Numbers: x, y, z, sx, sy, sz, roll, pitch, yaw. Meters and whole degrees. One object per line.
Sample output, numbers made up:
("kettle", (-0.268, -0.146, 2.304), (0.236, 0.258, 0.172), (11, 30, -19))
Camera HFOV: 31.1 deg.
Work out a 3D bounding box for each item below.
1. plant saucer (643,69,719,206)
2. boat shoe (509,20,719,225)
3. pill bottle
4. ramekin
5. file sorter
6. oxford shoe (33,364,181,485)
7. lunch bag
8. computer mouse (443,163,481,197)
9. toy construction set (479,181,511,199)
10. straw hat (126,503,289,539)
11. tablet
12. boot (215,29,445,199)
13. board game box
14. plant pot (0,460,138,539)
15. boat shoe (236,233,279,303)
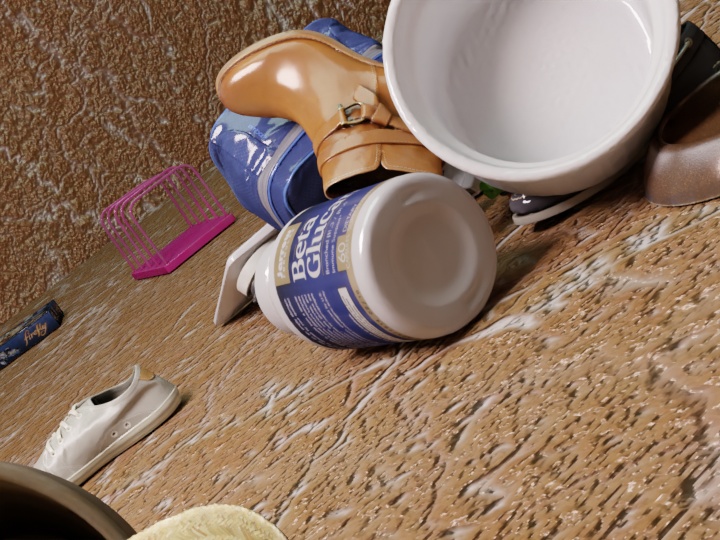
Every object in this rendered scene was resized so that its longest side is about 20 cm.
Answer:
("plant saucer", (0.264, -0.112, 0.836), (0.200, 0.032, 0.200), (-34, 13, 9))
("boat shoe", (0.184, -0.109, 0.959), (0.199, 0.063, 0.073), (-36, 12, 0))
("pill bottle", (0.000, 0.000, 0.936), (0.111, 0.111, 0.200), (-42, 13, -27))
("ramekin", (0.123, -0.148, 0.897), (0.200, 0.201, 0.098), (-34, -19, 8))
("file sorter", (-0.316, -0.081, 2.056), (0.139, 0.126, 0.200), (-40, 13, -22))
("oxford shoe", (-0.255, 0.155, 1.174), (0.200, 0.058, 0.075), (-38, 15, -3))
("lunch bag", (-0.017, -0.118, 1.154), (0.132, 0.136, 0.200), (34, 77, 35))
("computer mouse", (0.080, -0.083, 1.187), (0.109, 0.044, 0.200), (-27, 15, 38))
("toy construction set", (0.155, -0.118, 1.032), (0.199, 0.093, 0.131), (-30, 10, -22))
("straw hat", (-0.058, 0.190, 0.442), (0.201, 0.085, 0.202), (-35, 32, 26))
("tablet", (-0.093, -0.014, 1.307), (0.130, 0.014, 0.200), (-43, -7, -21))
("boot", (-0.025, -0.115, 1.018), (0.199, 0.074, 0.155), (-7, 52, 12))
("board game box", (-0.619, 0.133, 2.288), (0.200, 0.035, 0.135), (-36, 12, -4))
("plant pot", (-0.166, 0.182, 0.588), (0.200, 0.200, 0.174), (-36, -4, -4))
("boat shoe", (-0.035, -0.027, 1.257), (0.200, 0.060, 0.074), (-41, -18, -39))
